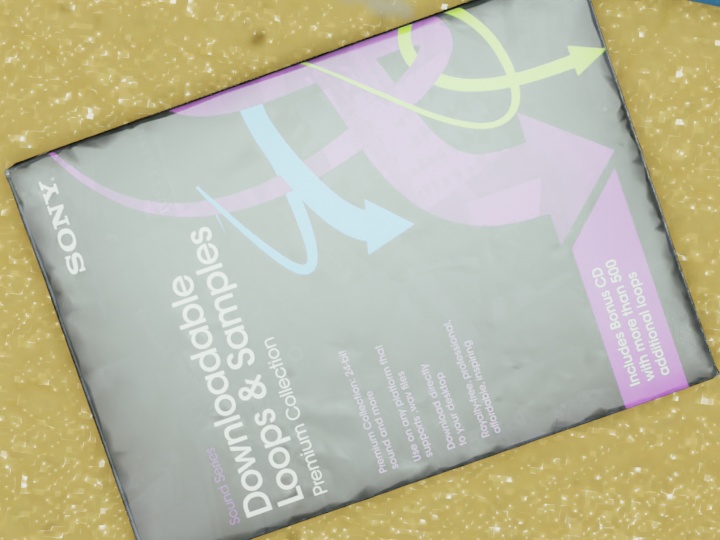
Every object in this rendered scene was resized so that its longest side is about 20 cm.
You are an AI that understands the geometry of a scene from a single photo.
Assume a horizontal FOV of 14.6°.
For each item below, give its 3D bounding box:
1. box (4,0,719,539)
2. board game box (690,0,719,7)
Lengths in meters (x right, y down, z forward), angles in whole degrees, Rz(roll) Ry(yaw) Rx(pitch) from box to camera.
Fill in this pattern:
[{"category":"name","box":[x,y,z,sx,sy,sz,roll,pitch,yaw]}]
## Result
[{"category":"box","box":[0.000,0.000,0.920,0.200,0.036,0.143,-20,94,2]},{"category":"board game box","box":[0.059,-0.197,0.880,0.195,0.056,0.201,12,85,-1]}]
